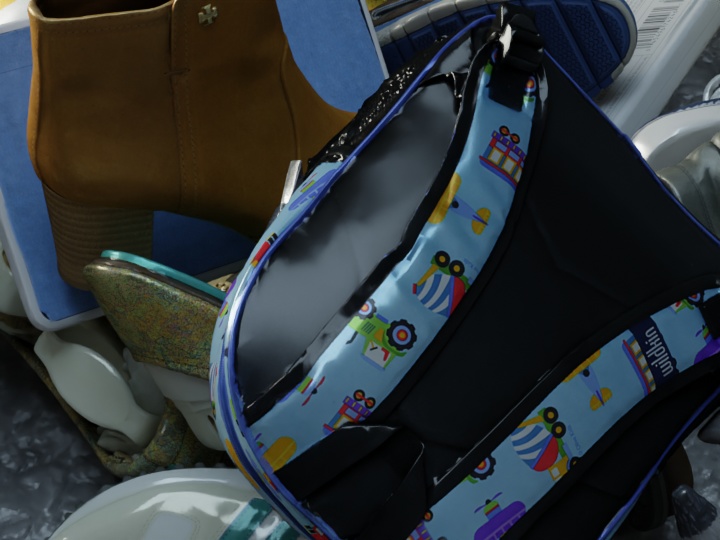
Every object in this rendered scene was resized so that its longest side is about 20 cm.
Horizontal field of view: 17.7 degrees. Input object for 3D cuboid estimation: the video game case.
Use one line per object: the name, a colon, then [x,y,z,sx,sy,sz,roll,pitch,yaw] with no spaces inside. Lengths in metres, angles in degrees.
video game case: [0.066,-0.080,1.132,0.182,0.024,0.200,0,38,37]

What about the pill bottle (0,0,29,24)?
pill bottle: [-0.150,-0.119,1.162,0.113,0.113,0.200,-10,44,-9]

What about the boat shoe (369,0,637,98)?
boat shoe: [0.038,-0.107,1.098,0.200,0.072,0.072,-12,30,23]

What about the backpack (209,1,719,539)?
backpack: [0.031,0.032,0.866,0.183,0.135,0.200,46,63,-10]

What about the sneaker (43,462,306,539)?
sneaker: [-0.032,0.132,0.922,0.200,0.070,0.093,-1,37,-4]

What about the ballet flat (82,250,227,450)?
ballet flat: [-0.033,0.051,0.953,0.200,0.071,0.071,22,29,-37]

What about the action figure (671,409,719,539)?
action figure: [0.154,0.173,0.839,0.193,0.105,0.200,43,59,3]

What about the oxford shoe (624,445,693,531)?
oxford shoe: [0.126,0.031,1.026,0.084,0.073,0.200,-4,44,-5]

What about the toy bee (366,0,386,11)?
toy bee: [0.016,-0.160,1.184,0.131,0.200,0.109,-32,85,-45]

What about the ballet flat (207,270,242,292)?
ballet flat: [0.000,0.000,1.037,0.200,0.057,0.066,-12,38,27]

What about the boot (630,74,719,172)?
boot: [0.180,-0.058,1.095,0.200,0.073,0.090,3,28,-38]

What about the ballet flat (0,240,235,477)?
ballet flat: [-0.128,0.023,1.018,0.071,0.071,0.200,-29,57,-26]

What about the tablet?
tablet: [-0.072,-0.062,1.005,0.200,0.130,0.014,-19,3,-28]

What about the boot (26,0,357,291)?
boot: [-0.038,-0.073,0.940,0.201,0.144,0.071,-15,43,-23]

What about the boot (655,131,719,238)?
boot: [0.216,-0.004,1.029,0.131,0.200,0.068,-45,19,-6]
